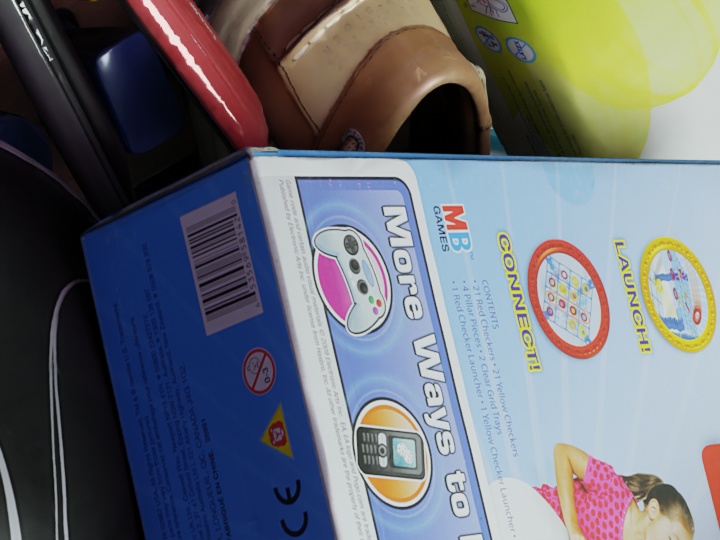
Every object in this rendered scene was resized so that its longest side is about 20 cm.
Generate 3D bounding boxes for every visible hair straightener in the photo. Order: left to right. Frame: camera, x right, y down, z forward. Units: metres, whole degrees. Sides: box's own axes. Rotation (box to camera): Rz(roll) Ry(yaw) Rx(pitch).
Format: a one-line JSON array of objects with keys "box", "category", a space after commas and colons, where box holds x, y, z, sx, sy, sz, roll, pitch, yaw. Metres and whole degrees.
[{"box": [-0.098, -0.081, 0.609, 0.077, 0.041, 0.200, -30, 124, 9], "category": "hair straightener"}]

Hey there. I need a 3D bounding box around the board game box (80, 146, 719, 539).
[{"box": [0.047, 0.076, 0.627, 0.195, 0.056, 0.201, -1, 74, -48], "category": "board game box"}]

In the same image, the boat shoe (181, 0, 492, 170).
[{"box": [0.000, 0.000, 0.730, 0.076, 0.074, 0.200, -35, 147, -20], "category": "boat shoe"}]

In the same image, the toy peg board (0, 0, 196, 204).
[{"box": [-0.066, -0.111, 0.697, 0.200, 0.098, 0.200, -32, 114, -24], "category": "toy peg board"}]

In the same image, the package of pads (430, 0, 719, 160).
[{"box": [0.100, -0.122, 0.736, 0.200, 0.068, 0.155, -40, 133, -11], "category": "package of pads"}]

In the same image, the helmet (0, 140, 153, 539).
[{"box": [-0.132, 0.077, 0.616, 0.200, 0.200, 0.191, 28, 52, -33], "category": "helmet"}]
